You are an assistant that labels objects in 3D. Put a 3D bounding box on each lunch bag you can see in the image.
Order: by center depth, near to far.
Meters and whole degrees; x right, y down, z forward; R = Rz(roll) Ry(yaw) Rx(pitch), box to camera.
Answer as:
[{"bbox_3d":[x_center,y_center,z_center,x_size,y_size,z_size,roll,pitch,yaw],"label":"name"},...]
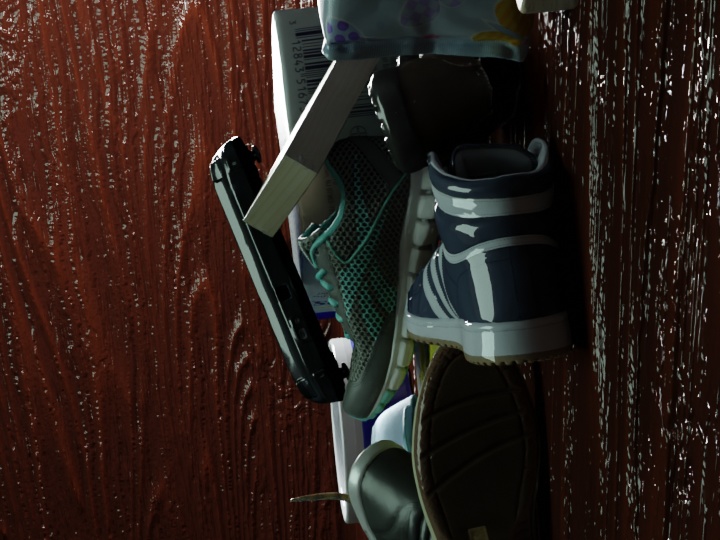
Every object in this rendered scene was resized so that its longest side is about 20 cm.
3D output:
[{"bbox_3d":[0.026,-0.218,0.825,0.201,0.126,0.171,-89,-1,-56],"label":"lunch bag"}]

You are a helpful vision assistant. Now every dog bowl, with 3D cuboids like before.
[{"bbox_3d":[0.012,0.172,1.819,0.200,0.078,0.202,175,90,-86],"label":"dog bowl"}]

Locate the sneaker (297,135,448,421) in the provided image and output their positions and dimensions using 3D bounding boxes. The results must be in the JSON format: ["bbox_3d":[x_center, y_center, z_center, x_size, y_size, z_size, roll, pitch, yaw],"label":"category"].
[{"bbox_3d":[0.000,0.000,1.119,0.078,0.091,0.201,-93,13,-80],"label":"sneaker"}]

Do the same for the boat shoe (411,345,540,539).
[{"bbox_3d":[0.070,0.135,0.978,0.075,0.074,0.204,-71,-24,-85],"label":"boat shoe"}]

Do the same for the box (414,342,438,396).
[{"bbox_3d":[0.068,0.078,1.125,0.200,0.048,0.118,92,173,-78],"label":"box"}]

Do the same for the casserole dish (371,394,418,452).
[{"bbox_3d":[0.046,0.187,1.257,0.122,0.039,0.201,-88,-17,-52],"label":"casserole dish"}]

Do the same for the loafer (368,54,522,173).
[{"bbox_3d":[0.059,-0.095,0.928,0.200,0.071,0.073,-55,-53,-72],"label":"loafer"}]

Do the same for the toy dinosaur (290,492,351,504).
[{"bbox_3d":[0.041,0.221,1.346,0.200,0.060,0.106,50,-157,-7],"label":"toy dinosaur"}]

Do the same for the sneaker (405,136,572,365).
[{"bbox_3d":[0.063,-0.015,0.889,0.200,0.070,0.109,-160,61,-79],"label":"sneaker"}]

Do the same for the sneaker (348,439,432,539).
[{"bbox_3d":[0.066,0.205,1.116,0.099,0.071,0.201,27,153,48],"label":"sneaker"}]

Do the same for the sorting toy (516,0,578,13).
[{"bbox_3d":[0.075,-0.214,0.476,0.200,0.069,0.200,92,173,-63],"label":"sorting toy"}]

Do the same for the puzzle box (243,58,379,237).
[{"bbox_3d":[-0.010,-0.127,1.102,0.201,0.025,0.133,-62,5,-21],"label":"puzzle box"}]

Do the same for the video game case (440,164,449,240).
[{"bbox_3d":[0.058,-0.120,1.184,0.182,0.023,0.201,-110,16,-75],"label":"video game case"}]

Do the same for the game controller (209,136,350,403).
[{"bbox_3d":[-0.054,0.002,1.192,0.104,0.042,0.201,9,-121,-83],"label":"game controller"}]

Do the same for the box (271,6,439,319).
[{"bbox_3d":[-0.006,-0.078,1.278,0.200,0.104,0.185,98,165,-72],"label":"box"}]
